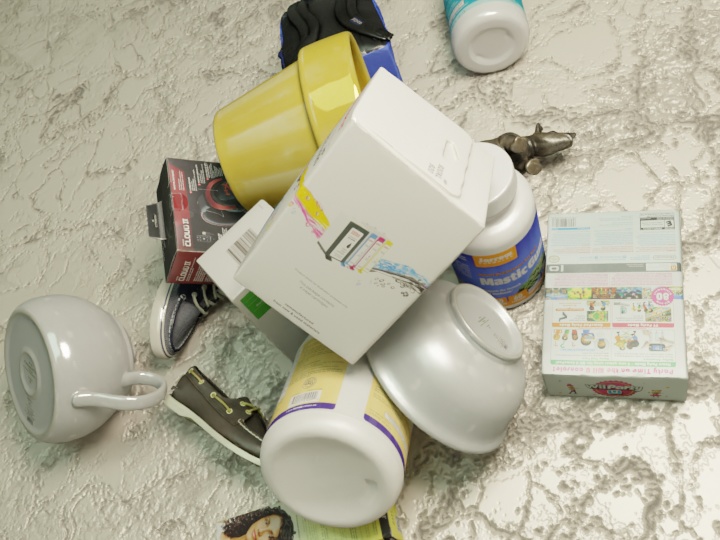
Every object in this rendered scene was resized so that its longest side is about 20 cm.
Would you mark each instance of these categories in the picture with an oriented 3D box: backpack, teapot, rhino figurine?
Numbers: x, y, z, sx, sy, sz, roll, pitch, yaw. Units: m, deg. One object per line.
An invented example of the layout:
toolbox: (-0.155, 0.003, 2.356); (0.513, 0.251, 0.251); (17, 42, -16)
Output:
backpack: (-0.034, -0.299, 1.079); (0.160, 0.169, 0.202); (-17, 52, 1)
teapot: (-0.357, 0.120, 0.974); (0.197, 0.145, 0.202); (-39, 68, 42)
rhino figurine: (0.186, -0.143, 0.943); (0.198, 0.061, 0.087); (-23, 14, -14)

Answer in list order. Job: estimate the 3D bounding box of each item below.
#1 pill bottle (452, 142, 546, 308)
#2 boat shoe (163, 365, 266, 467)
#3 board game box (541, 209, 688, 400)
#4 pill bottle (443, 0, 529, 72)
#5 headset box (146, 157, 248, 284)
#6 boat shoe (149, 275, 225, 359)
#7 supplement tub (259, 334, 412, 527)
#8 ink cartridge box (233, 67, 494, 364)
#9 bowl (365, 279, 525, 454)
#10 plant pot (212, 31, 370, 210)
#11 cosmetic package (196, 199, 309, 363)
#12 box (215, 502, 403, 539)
pill bottle: (0.145, -0.048, 0.847); (0.110, 0.200, 0.113); (-9, 58, 15)
boat shoe: (-0.156, 0.177, 0.907); (0.200, 0.072, 0.061); (24, 75, 33)
board game box: (0.280, 0.035, 0.832); (0.145, 0.064, 0.202); (-1, 60, 21)
pill bottle: (0.175, -0.395, 1.092); (0.109, 0.111, 0.202); (-13, 58, 13)
headset box: (-0.177, -0.062, 0.982); (0.197, 0.075, 0.150); (2, 55, -27)
boat shoe: (-0.212, 0.026, 1.014); (0.091, 0.075, 0.202); (3, 62, 15)
supplement tub: (-0.014, 0.146, 0.793); (0.143, 0.147, 0.201); (-6, 31, 17)
ink cartridge box: (0.007, -0.052, 0.702); (0.200, 0.144, 0.148); (-48, 12, 31)
bowl: (0.105, 0.078, 0.780); (0.091, 0.199, 0.203); (-48, 49, 30)
plant pot: (-0.068, -0.161, 0.918); (0.186, 0.201, 0.203); (-18, 56, 10)
cosmetic package: (-0.092, 0.023, 0.894); (0.108, 0.200, 0.085); (-44, 54, -6)
box: (-0.057, 0.286, 0.820); (0.198, 0.050, 0.076); (-21, 56, 7)
